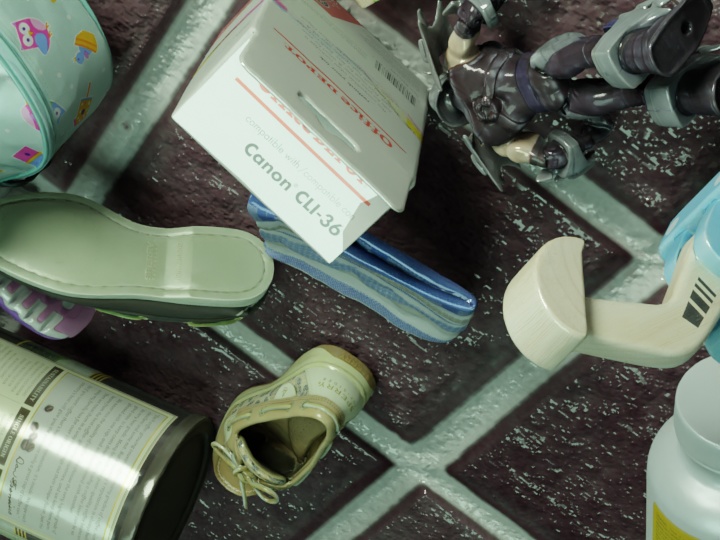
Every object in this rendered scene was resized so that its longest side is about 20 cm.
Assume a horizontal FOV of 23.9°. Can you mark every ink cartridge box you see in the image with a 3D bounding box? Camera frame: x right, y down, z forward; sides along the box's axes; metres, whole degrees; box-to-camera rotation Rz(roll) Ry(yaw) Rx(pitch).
[{"bbox_3d":[-0.029,-0.083,0.904,0.116,0.200,0.067,42,110,-12],"label":"ink cartridge box"}]

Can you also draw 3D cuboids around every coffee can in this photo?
[{"bbox_3d":[-0.232,0.140,1.293,0.200,0.146,0.146,23,138,10],"label":"coffee can"}]

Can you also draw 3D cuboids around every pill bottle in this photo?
[{"bbox_3d":[0.231,0.148,1.044,0.112,0.112,0.200,13,136,21],"label":"pill bottle"}]

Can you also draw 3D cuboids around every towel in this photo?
[{"bbox_3d":[0.000,0.000,1.028,0.147,0.024,0.200,28,174,2],"label":"towel"}]

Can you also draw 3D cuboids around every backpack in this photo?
[{"bbox_3d":[-0.258,-0.122,1.049,0.200,0.153,0.176,-23,112,41],"label":"backpack"}]

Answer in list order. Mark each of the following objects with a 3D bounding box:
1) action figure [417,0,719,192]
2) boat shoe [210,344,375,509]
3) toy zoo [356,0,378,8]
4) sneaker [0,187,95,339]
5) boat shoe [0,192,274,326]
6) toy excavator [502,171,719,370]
[{"bbox_3d":[0.109,-0.102,0.909,0.200,0.069,0.130,-1,138,47],"label":"action figure"},{"bbox_3d":[-0.062,0.121,1.233,0.073,0.063,0.200,35,140,-5],"label":"boat shoe"},{"bbox_3d":[0.037,-0.223,0.867,0.200,0.020,0.131,-20,118,42],"label":"toy zoo"},{"bbox_3d":[-0.273,-0.025,1.215,0.200,0.081,0.088,44,145,-7],"label":"sneaker"},{"bbox_3d":[-0.161,-0.001,1.135,0.201,0.072,0.061,10,154,-6],"label":"boat shoe"},{"bbox_3d":[0.187,0.007,0.865,0.194,0.200,0.100,34,139,-3],"label":"toy excavator"}]
